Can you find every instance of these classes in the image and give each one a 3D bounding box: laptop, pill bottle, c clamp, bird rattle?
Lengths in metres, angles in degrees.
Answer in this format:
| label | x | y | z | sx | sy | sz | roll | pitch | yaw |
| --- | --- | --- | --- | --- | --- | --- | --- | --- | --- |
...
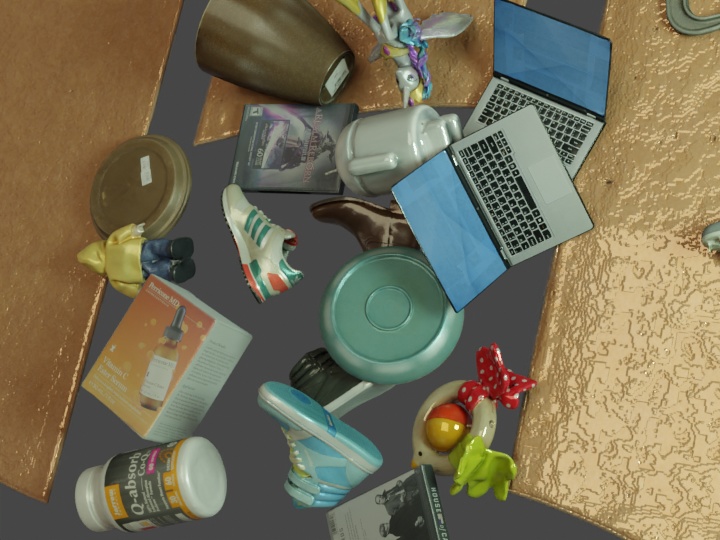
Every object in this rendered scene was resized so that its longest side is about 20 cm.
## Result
| label | x | y | z | sx | sy | sz | roll | pitch | yaw |
| --- | --- | --- | --- | --- | --- | --- | --- | --- | --- |
| laptop | 0.175 | -0.082 | 1.535 | 0.199 | 0.116 | 0.188 | -25 | 101 | 17 |
| pill bottle | -0.302 | 0.312 | 1.698 | 0.199 | 0.116 | 0.117 | -16 | 68 | 21 |
| c clamp | 0.488 | -0.411 | 1.582 | 0.170 | 0.027 | 0.201 | -1 | 73 | 26 |
| laptop | 0.226 | -0.230 | 1.597 | 0.187 | 0.116 | 0.201 | 29 | 88 | 31 |
| bird rattle | 0.131 | 0.195 | 1.533 | 0.163 | 0.112 | 0.201 | -11 | 66 | 41 |

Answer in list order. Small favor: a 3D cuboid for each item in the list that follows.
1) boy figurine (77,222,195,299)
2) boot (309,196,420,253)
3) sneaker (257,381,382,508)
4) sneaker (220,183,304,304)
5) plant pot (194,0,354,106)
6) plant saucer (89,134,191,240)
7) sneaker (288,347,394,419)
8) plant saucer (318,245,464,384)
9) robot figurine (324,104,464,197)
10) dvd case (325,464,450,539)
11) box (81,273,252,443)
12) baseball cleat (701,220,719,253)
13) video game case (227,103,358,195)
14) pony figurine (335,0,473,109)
| label | x | y | z | sx | sy | sz | roll | pitch | yaw |
| --- | --- | --- | --- | --- | --- | --- | --- | --- | --- |
| boy figurine | -0.356 | -0.012 | 1.857 | 0.199 | 0.064 | 0.125 | -1 | 101 | 30 |
| boot | 0.000 | 0.000 | 1.679 | 0.186 | 0.064 | 0.201 | 2 | 79 | 25 |
| sneaker | -0.082 | 0.246 | 1.583 | 0.131 | 0.200 | 0.080 | -50 | 15 | 11 |
| sneaker | -0.143 | -0.050 | 1.771 | 0.093 | 0.070 | 0.200 | -20 | 63 | 0 |
| plant pot | -0.114 | -0.337 | 1.790 | 0.200 | 0.187 | 0.187 | 32 | 89 | 16 |
| plant saucer | -0.364 | -0.131 | 1.920 | 0.199 | 0.029 | 0.201 | -9 | 70 | 24 |
| sneaker | -0.020 | 0.137 | 1.637 | 0.200 | 0.071 | 0.100 | -32 | 67 | 19 |
| plant saucer | 0.040 | 0.054 | 1.595 | 0.199 | 0.027 | 0.201 | -3 | 68 | 7 |
| robot figurine | 0.047 | -0.165 | 1.651 | 0.199 | 0.169 | 0.114 | -9 | 100 | 32 |
| dvd case | 0.037 | 0.354 | 1.525 | 0.200 | 0.025 | 0.151 | -35 | 59 | 41 |
| box | -0.287 | 0.135 | 1.752 | 0.152 | 0.106 | 0.201 | 31 | 90 | 31 |
| baseball cleat | 0.517 | -0.075 | 1.448 | 0.199 | 0.070 | 0.107 | -6 | 65 | 15 |
| video game case | -0.105 | -0.187 | 1.814 | 0.199 | 0.019 | 0.144 | 3 | 76 | 28 |
| pony figurine | 0.053 | -0.346 | 1.682 | 0.166 | 0.200 | 0.193 | -13 | 33 | 29 |
